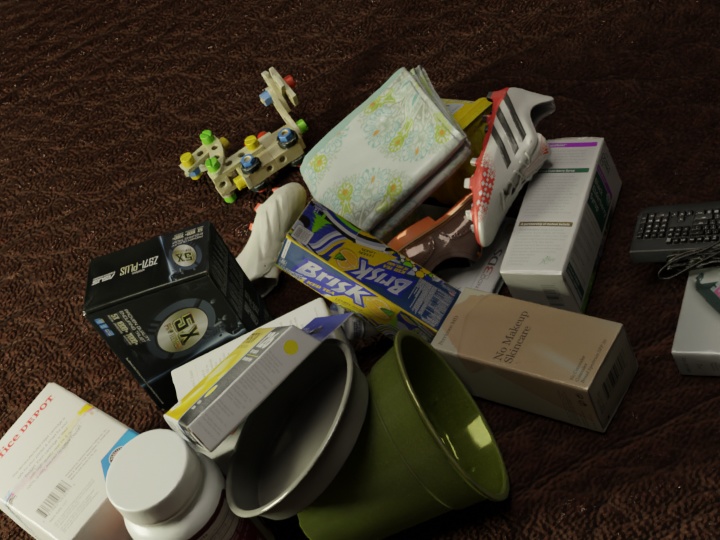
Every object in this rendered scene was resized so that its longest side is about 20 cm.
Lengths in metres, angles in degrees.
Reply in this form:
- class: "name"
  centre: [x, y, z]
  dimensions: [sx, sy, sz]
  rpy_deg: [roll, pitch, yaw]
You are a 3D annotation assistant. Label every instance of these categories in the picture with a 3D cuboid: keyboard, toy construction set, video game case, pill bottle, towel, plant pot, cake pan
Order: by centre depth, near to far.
- class: "cake pan"
  centre: [-0.061, 0.163, 1.473]
  dimensions: [0.200, 0.037, 0.201]
  rpy_deg: [-43, 26, 27]
- class: "plant pot"
  centre: [0.021, 0.194, 1.518]
  dimensions: [0.189, 0.200, 0.201]
  rpy_deg: [-33, 42, 15]
- class: "pill bottle"
  centre: [-0.177, 0.261, 1.542]
  dimensions: [0.113, 0.201, 0.115]
  rpy_deg: [-15, 45, 16]
- class: "keyboard"
  centre: [0.381, -0.043, 1.553]
  dimensions: [0.198, 0.040, 0.105]
  rpy_deg: [-4, 49, 28]
- class: "towel"
  centre: [0.027, -0.132, 1.731]
  dimensions: [0.200, 0.048, 0.172]
  rpy_deg: [-43, 41, 13]
- class: "video game case"
  centre: [0.081, 0.001, 1.755]
  dimensions: [0.198, 0.022, 0.183]
  rpy_deg: [10, 58, 36]
- class: "toy construction set"
  centre: [-0.147, -0.174, 1.996]
  dimensions: [0.200, 0.092, 0.131]
  rpy_deg: [-45, 44, 2]

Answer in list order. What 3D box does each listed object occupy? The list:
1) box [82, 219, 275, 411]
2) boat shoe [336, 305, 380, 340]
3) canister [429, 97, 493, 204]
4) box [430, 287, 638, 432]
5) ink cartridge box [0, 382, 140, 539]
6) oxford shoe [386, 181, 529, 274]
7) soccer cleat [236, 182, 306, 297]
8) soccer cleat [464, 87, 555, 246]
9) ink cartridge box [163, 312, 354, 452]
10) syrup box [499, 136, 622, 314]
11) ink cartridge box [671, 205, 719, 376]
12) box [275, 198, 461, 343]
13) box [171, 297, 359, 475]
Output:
- class: "box"
  centre: [-0.206, 0.058, 1.737]
  dimensions: [0.162, 0.201, 0.087]
  rpy_deg: [-17, 44, 14]
- class: "boat shoe"
  centre: [0.000, 0.000, 1.746]
  dimensions: [0.069, 0.071, 0.201]
  rpy_deg: [-7, 41, -10]
- class: "canister"
  centre: [0.075, -0.155, 1.828]
  dimensions: [0.199, 0.087, 0.148]
  rpy_deg: [11, 45, 43]
- class: "box"
  centre: [0.184, 0.093, 1.573]
  dimensions: [0.198, 0.078, 0.095]
  rpy_deg: [12, 57, 35]
- class: "ink cartridge box"
  centre: [-0.306, 0.251, 1.662]
  dimensions: [0.199, 0.145, 0.148]
  rpy_deg: [23, 65, 41]
- class: "oxford shoe"
  centre: [0.128, -0.044, 1.722]
  dimensions: [0.199, 0.071, 0.073]
  rpy_deg: [-31, 75, -7]
- class: "soccer cleat"
  centre: [-0.119, -0.020, 1.858]
  dimensions: [0.077, 0.069, 0.201]
  rpy_deg: [26, 75, 36]
- class: "soccer cleat"
  centre: [0.171, -0.119, 1.671]
  dimensions: [0.084, 0.069, 0.202]
  rpy_deg: [6, 63, 18]
- class: "ink cartridge box"
  centre: [-0.110, 0.101, 1.528]
  dimensions: [0.200, 0.047, 0.198]
  rpy_deg: [-46, 7, -12]
- class: "syrup box"
  centre: [0.230, -0.052, 1.675]
  dimensions: [0.081, 0.079, 0.201]
  rpy_deg: [2, 53, 31]
- class: "ink cartridge box"
  centre: [0.428, 0.019, 1.530]
  dimensions: [0.172, 0.044, 0.201]
  rpy_deg: [-1, 52, 31]
- class: "box"
  centre: [0.007, 0.009, 1.646]
  dimensions: [0.199, 0.070, 0.065]
  rpy_deg: [33, 58, 4]
- class: "box"
  centre: [-0.094, 0.153, 1.658]
  dimensions: [0.198, 0.107, 0.153]
  rpy_deg: [-26, 44, 6]
